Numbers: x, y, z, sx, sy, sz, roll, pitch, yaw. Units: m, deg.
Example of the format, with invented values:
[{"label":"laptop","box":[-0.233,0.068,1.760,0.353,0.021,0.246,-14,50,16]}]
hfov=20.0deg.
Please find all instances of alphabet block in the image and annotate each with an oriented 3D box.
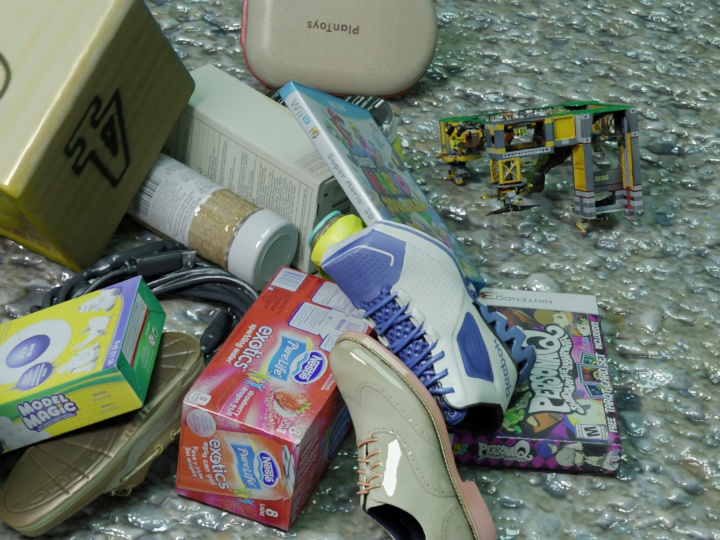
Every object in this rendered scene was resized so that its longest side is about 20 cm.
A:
[{"label":"alphabet block","box":[-0.285,-0.146,1.727,0.194,0.197,0.201,24,77,22]}]

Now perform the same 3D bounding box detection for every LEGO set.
[{"label":"LEGO set","box":[0.172,-0.090,1.909,0.199,0.117,0.153,-10,10,-29]}]

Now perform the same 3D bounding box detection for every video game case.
[{"label":"video game case","box":[0.020,-0.068,1.718,0.201,0.018,0.143,56,20,21]},{"label":"video game case","box":[0.117,0.086,1.690,0.180,0.036,0.201,4,37,-3]}]

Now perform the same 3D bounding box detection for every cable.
[{"label":"cable","box":[-0.178,0.048,1.683,0.199,0.051,0.163,-18,48,-35]}]

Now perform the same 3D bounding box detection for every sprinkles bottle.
[{"label":"sprinkles bottle","box":[-0.150,-0.054,1.799,0.199,0.069,0.068,29,41,26]}]

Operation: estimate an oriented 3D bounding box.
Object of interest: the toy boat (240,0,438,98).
[{"label":"toy boat","box":[-0.022,-0.244,2.059,0.198,0.132,0.131,5,7,-4]}]

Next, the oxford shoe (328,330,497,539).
[{"label":"oxford shoe","box":[0.026,0.140,1.508,0.074,0.071,0.201,-28,83,-32]}]

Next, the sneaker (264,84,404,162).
[{"label":"sneaker","box":[-0.039,-0.113,1.904,0.199,0.091,0.078,13,55,43]}]

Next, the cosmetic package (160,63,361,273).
[{"label":"cosmetic package","box":[-0.093,-0.093,1.835,0.199,0.104,0.073,33,42,28]}]

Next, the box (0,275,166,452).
[{"label":"box","box":[-0.251,0.081,1.549,0.199,0.049,0.118,-21,31,19]}]

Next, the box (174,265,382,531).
[{"label":"box","box":[-0.059,0.097,1.590,0.099,0.096,0.200,17,37,13]}]

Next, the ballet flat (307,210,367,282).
[{"label":"ballet flat","box":[0.000,0.000,1.704,0.067,0.200,0.067,40,88,11]}]

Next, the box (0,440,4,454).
[{"label":"box","box":[-0.395,0.103,1.446,0.198,0.124,0.200,-39,59,-21]}]

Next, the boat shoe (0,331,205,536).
[{"label":"boat shoe","box":[-0.185,0.135,1.535,0.200,0.067,0.074,-42,46,-22]}]

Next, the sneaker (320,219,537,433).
[{"label":"sneaker","box":[0.054,0.060,1.569,0.199,0.080,0.116,41,43,-23]}]
